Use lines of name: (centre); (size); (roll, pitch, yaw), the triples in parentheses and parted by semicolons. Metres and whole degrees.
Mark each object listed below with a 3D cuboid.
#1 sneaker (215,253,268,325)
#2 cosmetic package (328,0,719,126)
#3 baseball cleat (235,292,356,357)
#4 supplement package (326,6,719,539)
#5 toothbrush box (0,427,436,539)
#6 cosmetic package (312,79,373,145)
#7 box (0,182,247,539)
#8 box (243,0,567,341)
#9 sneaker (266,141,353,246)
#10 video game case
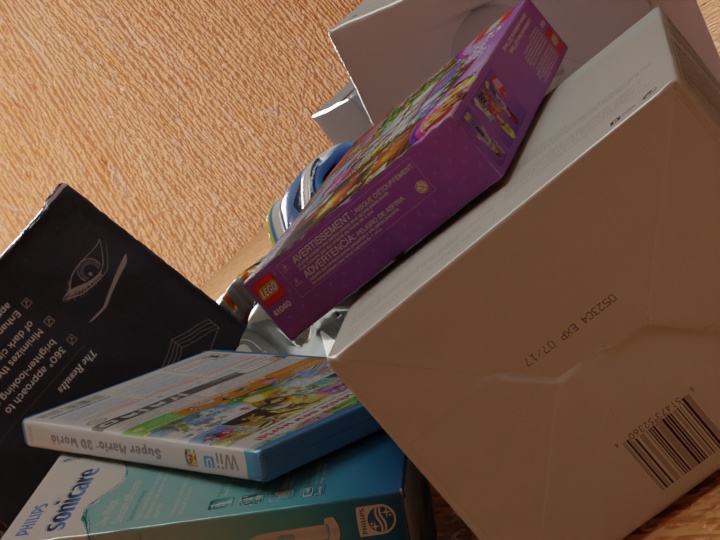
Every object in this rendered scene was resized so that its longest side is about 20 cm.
sneaker: (-0.086, 0.055, 1.174); (0.200, 0.078, 0.077); (-45, 6, 36)
cosmetic package: (0.120, -0.114, 1.054); (0.197, 0.202, 0.123); (-19, 15, 26)
baseball cleat: (0.006, 0.051, 0.961); (0.198, 0.070, 0.108); (11, 82, 32)
supplement package: (0.112, 0.006, 0.771); (0.191, 0.147, 0.200); (-38, 8, 17)
toothbrush box: (-0.065, 0.135, 0.833); (0.197, 0.086, 0.147); (-8, 13, 5)
cosmetic package: (0.070, -0.077, 1.223); (0.107, 0.201, 0.090); (-42, 8, -21)
box: (-0.178, 0.093, 1.054); (0.197, 0.199, 0.118); (-51, -4, -25)
box: (0.028, -0.057, 0.827); (0.136, 0.039, 0.200); (-38, 9, 27)
sneaker: (0.000, 0.000, 1.062); (0.073, 0.201, 0.083); (10, -50, -39)
video game case: (-0.067, 0.073, 0.880); (0.199, 0.018, 0.142); (0, 14, 45)
